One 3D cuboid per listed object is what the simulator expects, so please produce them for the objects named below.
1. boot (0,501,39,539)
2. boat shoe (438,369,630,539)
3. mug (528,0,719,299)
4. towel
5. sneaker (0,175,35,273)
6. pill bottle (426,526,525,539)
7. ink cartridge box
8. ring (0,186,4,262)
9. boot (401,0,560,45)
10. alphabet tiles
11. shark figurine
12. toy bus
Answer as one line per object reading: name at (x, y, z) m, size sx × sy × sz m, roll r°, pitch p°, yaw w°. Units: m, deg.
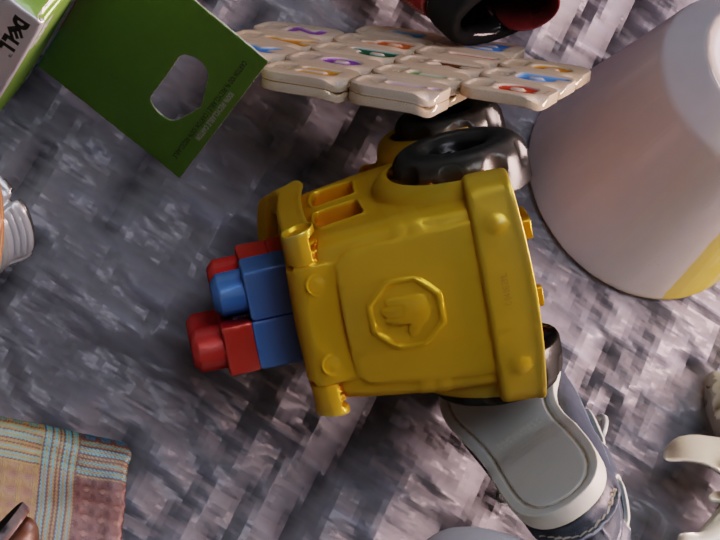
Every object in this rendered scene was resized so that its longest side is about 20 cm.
boot at (-0.125, 0.232, 1.172) m, size 0.200 × 0.064 × 0.186 m, roll 29°, pitch 85°, yaw -7°
boat shoe at (0.097, 0.093, 1.328) m, size 0.075 × 0.200 × 0.062 m, roll -34°, pitch 117°, yaw -1°
mug at (0.213, -0.084, 1.457) m, size 0.186 × 0.153 × 0.150 m, roll -8°, pitch 69°, yaw -29°
towel at (-0.212, 0.132, 1.227) m, size 0.200 × 0.022 × 0.147 m, roll 12°, pitch 62°, yaw -20°
sneaker at (-0.262, -0.057, 1.266) m, size 0.200 × 0.078 × 0.090 m, roll 43°, pitch 65°, yaw 4°
pill bottle at (0.038, 0.235, 1.239) m, size 0.112 × 0.112 × 0.200 m, roll 36°, pitch 56°, yaw -5°
ink cartridge box at (-0.167, -0.117, 1.294) m, size 0.200 × 0.148 × 0.076 m, roll 38°, pitch 56°, yaw -4°
ring at (-0.263, -0.010, 1.209) m, size 0.200 × 0.019 × 0.201 m, roll -5°, pitch 73°, yaw 16°
boot at (0.094, -0.204, 1.475) m, size 0.200 × 0.072 × 0.144 m, roll -34°, pitch 53°, yaw -28°
alphabet tiles at (0.021, -0.111, 1.373) m, size 0.195 × 0.015 × 0.200 m, roll 10°, pitch 14°, yaw 16°
shark figurine at (0.197, 0.148, 1.385) m, size 0.128 × 0.090 × 0.214 m, roll 24°, pitch 41°, yaw 27°
toy bus at (0.000, 0.000, 1.323) m, size 0.192 × 0.200 × 0.136 m, roll -13°, pitch 107°, yaw 0°
